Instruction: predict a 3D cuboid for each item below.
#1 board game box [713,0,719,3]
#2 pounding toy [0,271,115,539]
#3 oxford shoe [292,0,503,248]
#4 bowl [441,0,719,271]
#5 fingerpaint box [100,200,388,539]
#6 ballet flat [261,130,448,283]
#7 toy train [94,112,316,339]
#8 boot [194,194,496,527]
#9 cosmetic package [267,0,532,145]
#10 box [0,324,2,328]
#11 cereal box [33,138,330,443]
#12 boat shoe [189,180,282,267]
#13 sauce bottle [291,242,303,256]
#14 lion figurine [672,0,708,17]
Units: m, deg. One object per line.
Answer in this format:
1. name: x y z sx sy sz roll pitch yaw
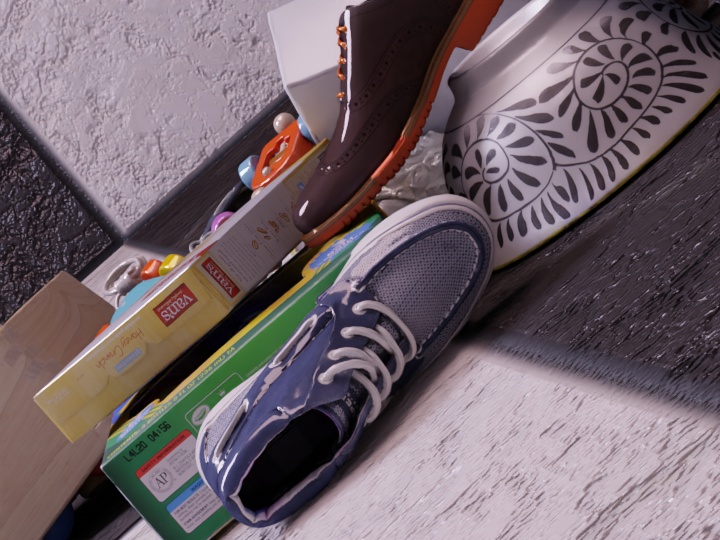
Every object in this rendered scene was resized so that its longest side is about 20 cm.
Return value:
1. board game box: 0.165 -0.213 1.498 0.199 0.199 0.044 -59 -12 -67
2. pounding toy: -0.193 0.103 1.790 0.184 0.142 0.200 -53 1 18
3. oxford shoe: 0.008 -0.107 1.464 0.200 0.072 0.071 -59 11 -4
4. bowl: 0.111 -0.098 1.481 0.201 0.094 0.201 -40 9 7
5. fingerpaint box: -0.046 0.053 1.465 0.200 0.073 0.167 -40 7 3
6. ballet flat: 0.000 0.000 1.603 0.200 0.072 0.072 -45 4 32
7. toy train: -0.087 -0.012 1.721 0.200 0.056 0.150 -39 21 23
8. boot: 0.002 0.048 1.331 0.200 0.073 0.090 -48 16 0
9. cosmetic package: 0.057 -0.136 1.590 0.199 0.113 0.081 -21 45 10
10. box: -0.325 0.097 1.789 0.200 0.082 0.068 -53 1 31
11. cereal box: -0.090 0.009 1.518 0.144 0.040 0.200 -39 3 31
12. boat shoe: -0.085 0.006 1.811 0.200 0.075 0.062 -74 4 -58
13. sauce bottle: -0.014 -0.018 1.755 0.065 0.065 0.200 -41 8 1
14. lion figurine: 0.173 -0.234 1.702 0.122 0.200 0.073 -20 -29 -27
